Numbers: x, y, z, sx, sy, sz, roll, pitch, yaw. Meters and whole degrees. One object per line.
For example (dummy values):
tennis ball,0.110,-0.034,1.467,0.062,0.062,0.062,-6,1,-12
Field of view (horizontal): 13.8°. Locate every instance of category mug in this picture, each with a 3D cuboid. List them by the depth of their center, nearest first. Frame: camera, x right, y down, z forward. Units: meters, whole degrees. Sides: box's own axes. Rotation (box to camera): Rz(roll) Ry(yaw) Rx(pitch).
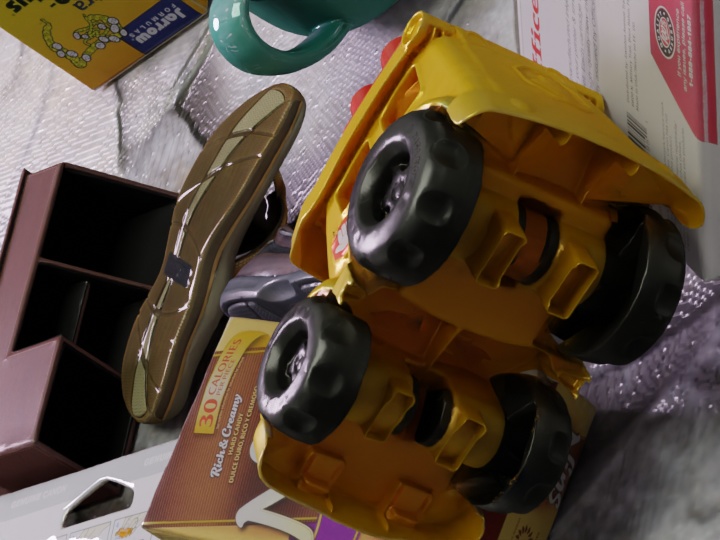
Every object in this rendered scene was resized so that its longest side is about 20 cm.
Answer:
mug,-0.027,-0.193,1.642,0.186,0.114,0.152,-57,33,0

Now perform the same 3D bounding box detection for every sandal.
sandal,-0.071,-0.007,1.604,0.201,0.054,0.080,-69,26,8

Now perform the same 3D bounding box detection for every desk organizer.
desk organizer,-0.163,0.034,1.665,0.077,0.072,0.201,-19,48,41

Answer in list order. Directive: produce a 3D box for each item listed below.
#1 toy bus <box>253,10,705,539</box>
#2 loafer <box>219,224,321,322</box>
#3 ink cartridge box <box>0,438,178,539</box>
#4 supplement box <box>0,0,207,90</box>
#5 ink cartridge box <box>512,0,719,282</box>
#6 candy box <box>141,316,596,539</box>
toy bus,0.028,-0.010,1.286,0.201,0.135,0.192,-58,30,19
loafer,0.000,0.000,1.485,0.200,0.072,0.063,-3,56,55
ink cartridge box,-0.134,0.183,1.523,0.199,0.043,0.174,-19,47,43
supplement box,-0.196,-0.221,1.806,0.109,0.200,0.109,-31,40,34
ink cartridge box,0.140,-0.107,1.312,0.084,0.146,0.200,-15,31,-17
candy box,0.001,0.093,1.382,0.199,0.056,0.117,5,66,44
